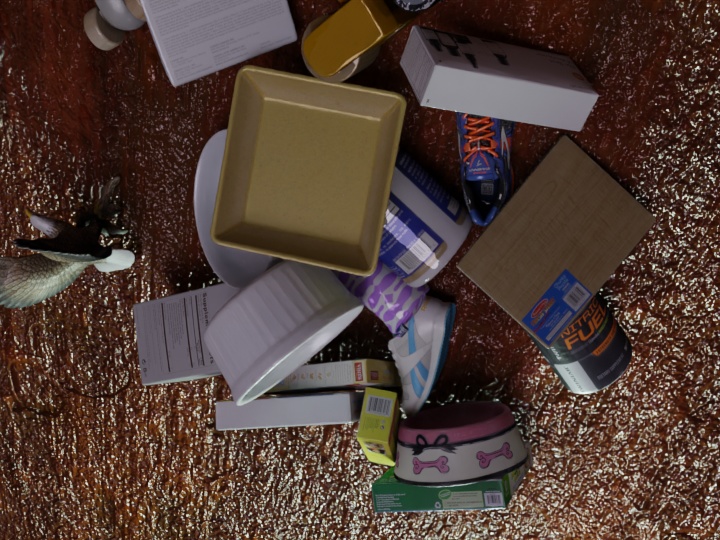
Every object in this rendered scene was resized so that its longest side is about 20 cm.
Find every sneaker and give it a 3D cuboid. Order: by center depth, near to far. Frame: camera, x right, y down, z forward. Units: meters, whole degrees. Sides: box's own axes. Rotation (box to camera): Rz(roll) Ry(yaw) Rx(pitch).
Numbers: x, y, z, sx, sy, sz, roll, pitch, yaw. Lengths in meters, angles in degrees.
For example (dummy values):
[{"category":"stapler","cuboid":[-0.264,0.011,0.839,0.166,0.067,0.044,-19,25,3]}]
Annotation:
[{"category":"sneaker","cuboid":[0.148,-0.141,0.968,0.073,0.079,0.204,-3,124,19]},{"category":"sneaker","cuboid":[0.081,0.120,1.189,0.079,0.077,0.204,18,122,14]}]

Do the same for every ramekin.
[{"category":"ramekin","cuboid":[-0.100,0.067,1.027,0.098,0.199,0.200,52,127,8]}]

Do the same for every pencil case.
[{"category":"pencil case","cuboid":[0.000,0.000,1.097,0.199,0.084,0.086,41,138,6]}]

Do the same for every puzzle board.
[{"category":"puzzle board","cuboid":[0.231,-0.033,0.979,0.150,0.017,0.201,40,92,-2]}]

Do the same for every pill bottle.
[{"category":"pill bottle","cuboid":[0.031,-0.087,1.018,0.199,0.120,0.119,42,127,-9]},{"category":"pill bottle","cuboid":[0.257,0.052,1.054,0.105,0.107,0.201,-26,114,32]}]

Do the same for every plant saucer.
[{"category":"plant saucer","cuboid":[-0.058,-0.112,0.938,0.195,0.048,0.205,12,94,7]}]

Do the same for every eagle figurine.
[{"category":"eagle figurine","cuboid":[-0.421,-0.030,1.159,0.147,0.202,0.154,11,128,9]}]

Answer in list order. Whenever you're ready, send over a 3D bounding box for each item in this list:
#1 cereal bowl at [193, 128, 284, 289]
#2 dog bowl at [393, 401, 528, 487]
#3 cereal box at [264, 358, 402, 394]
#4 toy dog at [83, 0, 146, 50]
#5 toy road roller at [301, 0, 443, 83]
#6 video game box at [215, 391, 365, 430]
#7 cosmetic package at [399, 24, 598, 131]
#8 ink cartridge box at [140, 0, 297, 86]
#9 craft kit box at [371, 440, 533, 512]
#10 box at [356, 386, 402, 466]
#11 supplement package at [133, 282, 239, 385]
[{"category":"cereal bowl","cuboid":[-0.134,-0.082,1.070,0.198,0.082,0.206,15,109,48]},{"category":"dog bowl","cuboid":[0.139,0.244,1.185,0.196,0.199,0.076,-8,91,23]},{"category":"cereal box","cuboid":[-0.051,0.159,1.220,0.195,0.143,0.041,-7,79,24]},{"category":"toy dog","cuboid":[-0.288,-0.366,0.962,0.129,0.096,0.205,3,111,20]},{"category":"toy road roller","cuboid":[0.004,-0.312,0.871,0.198,0.123,0.147,-33,98,29]},{"category":"video game box","cuboid":[-0.092,0.206,1.218,0.195,0.048,0.182,-5,169,9]},{"category":"cosmetic package","cuboid":[0.146,-0.202,0.868,0.195,0.084,0.051,4,134,-23]},{"category":"ink cartridge box","cuboid":[-0.172,-0.328,0.912,0.157,0.047,0.204,-22,119,-9]},{"category":"craft kit box","cuboid":[0.141,0.303,1.220,0.195,0.197,0.050,-9,89,23]},{"category":"box","cuboid":[0.032,0.236,1.224,0.049,0.077,0.201,8,157,10]},{"category":"supplement package","cuboid":[-0.213,0.090,1.202,0.196,0.121,0.123,-12,82,25]}]
